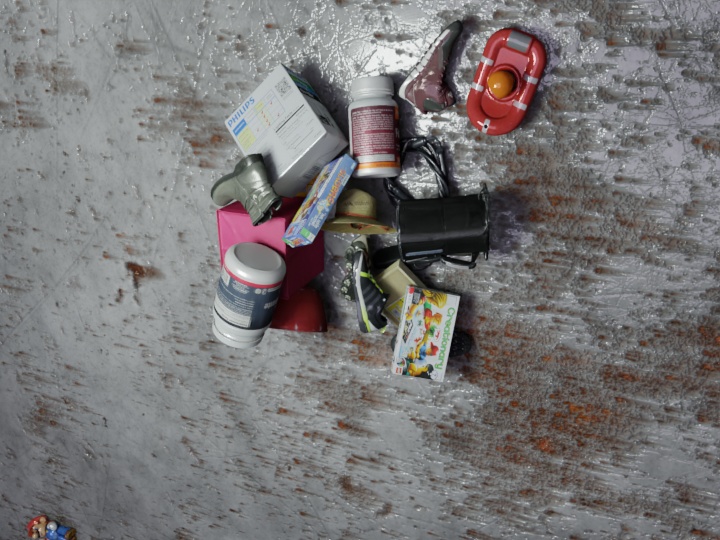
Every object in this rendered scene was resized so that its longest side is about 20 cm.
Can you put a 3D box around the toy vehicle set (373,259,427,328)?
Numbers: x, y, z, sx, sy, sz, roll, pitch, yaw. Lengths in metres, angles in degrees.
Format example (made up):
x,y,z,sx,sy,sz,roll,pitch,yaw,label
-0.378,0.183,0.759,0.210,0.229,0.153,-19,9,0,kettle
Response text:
x,y,z,sx,sy,sz,roll,pitch,yaw,label
0.111,0.078,1.502,0.123,0.027,0.200,-33,114,30,toy vehicle set

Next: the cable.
x,y,z,sx,sy,sz,roll,pitch,yaw,label
0.125,-0.196,1.423,0.159,0.051,0.206,-5,107,26,cable

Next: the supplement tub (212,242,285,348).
x,y,z,sx,sy,sz,roll,pitch,yaw,label
-0.253,0.055,1.406,0.138,0.140,0.204,27,118,12,supplement tub

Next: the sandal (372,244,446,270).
x,y,z,sx,sy,sz,roll,pitch,yaw,label
0.121,-0.031,1.483,0.195,0.076,0.049,-5,133,33,sandal

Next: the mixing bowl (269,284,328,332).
x,y,z,sx,sy,sz,roll,pitch,yaw,label
-0.173,0.089,1.598,0.194,0.199,0.112,6,91,22,mixing bowl

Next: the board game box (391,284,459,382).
x,y,z,sx,sy,sz,roll,pitch,yaw,label
0.149,0.145,1.449,0.122,0.035,0.207,9,96,-8,board game box

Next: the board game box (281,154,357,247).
x,y,z,sx,sy,sz,roll,pitch,yaw,label
-0.091,-0.148,1.359,0.034,0.203,0.135,34,166,-19,board game box

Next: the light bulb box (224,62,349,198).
x,y,z,sx,sy,sz,roll,pitch,yaw,label
-0.167,-0.312,1.424,0.197,0.124,0.203,-39,74,18,light bulb box

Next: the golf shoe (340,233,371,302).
x,y,z,sx,sy,sz,roll,pitch,yaw,label
0.000,0.000,1.543,0.075,0.089,0.203,19,138,9,golf shoe

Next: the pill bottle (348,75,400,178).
x,y,z,sx,sy,sz,roll,pitch,yaw,label
0.030,-0.310,1.373,0.111,0.114,0.207,-1,95,24,pill bottle

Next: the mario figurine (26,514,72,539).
x,y,z,sx,sy,sz,roll,pitch,yaw,label
-1.215,1.029,2.441,0.194,0.106,0.127,12,79,11,mario figurine

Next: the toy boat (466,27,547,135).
x,y,z,sx,sy,sz,roll,pitch,yaw,label
0.281,-0.368,1.243,0.128,0.131,0.205,25,117,14,toy boat

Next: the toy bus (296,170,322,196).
x,y,z,sx,sy,sz,roll,pitch,yaw,label
-0.122,-0.222,1.516,0.194,0.065,0.081,6,111,22,toy bus

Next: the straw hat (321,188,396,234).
x,y,z,sx,sy,sz,roll,pitch,yaw,label
-0.009,-0.135,1.401,0.195,0.200,0.088,2,87,23,straw hat

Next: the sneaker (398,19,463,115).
x,y,z,sx,sy,sz,roll,pitch,yaw,label
0.175,-0.412,1.317,0.115,0.076,0.200,43,130,-1,sneaker

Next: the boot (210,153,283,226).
x,y,z,sx,sy,sz,roll,pitch,yaw,label
-0.254,-0.153,1.378,0.198,0.067,0.134,-31,79,43,boot

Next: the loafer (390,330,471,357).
x,y,z,sx,sy,sz,roll,pitch,yaw,label
0.168,0.175,1.513,0.194,0.070,0.071,1,79,-6,loafer

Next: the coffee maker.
x,y,z,sx,sy,sz,roll,pitch,yaw,label
0.174,-0.105,1.341,0.193,0.137,0.196,-4,128,7,coffee maker

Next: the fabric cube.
x,y,z,sx,sy,sz,roll,pitch,yaw,label
-0.215,-0.071,1.537,0.191,0.199,0.206,9,113,22,fabric cube

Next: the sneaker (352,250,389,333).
x,y,z,sx,sy,sz,roll,pitch,yaw,label
0.026,0.047,1.449,0.080,0.072,0.206,-7,111,0,sneaker
